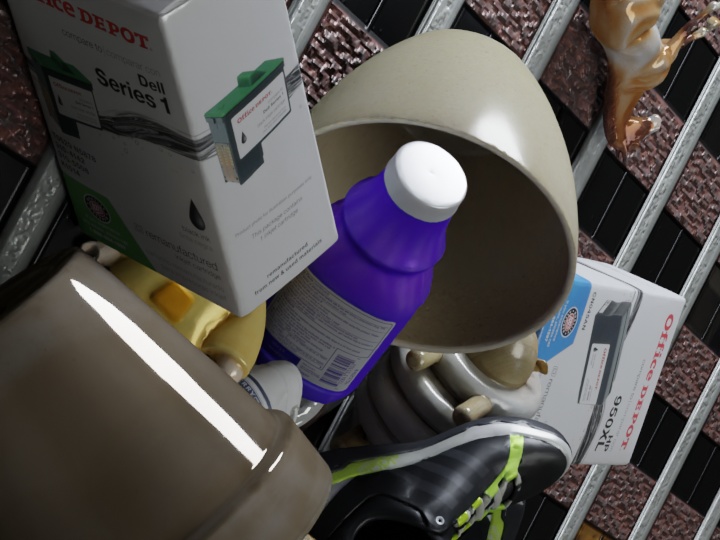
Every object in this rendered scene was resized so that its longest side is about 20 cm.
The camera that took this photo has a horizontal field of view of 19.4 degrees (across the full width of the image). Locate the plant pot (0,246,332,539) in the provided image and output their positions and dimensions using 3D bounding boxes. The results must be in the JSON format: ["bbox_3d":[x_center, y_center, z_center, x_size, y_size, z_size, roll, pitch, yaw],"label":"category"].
[{"bbox_3d":[-0.143,0.092,1.072,0.200,0.199,0.174,-42,104,-29],"label":"plant pot"}]

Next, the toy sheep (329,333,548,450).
[{"bbox_3d":[0.052,0.100,1.452,0.137,0.139,0.200,0,142,-52],"label":"toy sheep"}]

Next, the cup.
[{"bbox_3d":[0.050,-0.068,1.327,0.201,0.198,0.144,72,27,-43],"label":"cup"}]

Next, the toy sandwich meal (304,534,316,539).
[{"bbox_3d":[-0.084,0.225,1.211,0.205,0.205,0.070,-35,168,-35],"label":"toy sandwich meal"}]

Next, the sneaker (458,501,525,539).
[{"bbox_3d":[0.066,0.210,1.604,0.082,0.072,0.202,5,123,-11],"label":"sneaker"}]

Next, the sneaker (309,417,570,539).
[{"bbox_3d":[0.048,0.155,1.338,0.198,0.083,0.072,-10,138,-18],"label":"sneaker"}]

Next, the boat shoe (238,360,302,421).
[{"bbox_3d":[-0.082,0.137,1.315,0.065,0.074,0.201,-23,151,-43],"label":"boat shoe"}]

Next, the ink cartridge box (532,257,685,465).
[{"bbox_3d":[0.147,0.066,1.591,0.199,0.084,0.146,8,104,-54],"label":"ink cartridge box"}]

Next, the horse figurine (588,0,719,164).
[{"bbox_3d":[0.215,-0.184,1.555,0.132,0.050,0.200,-38,147,-8],"label":"horse figurine"}]

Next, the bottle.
[{"bbox_3d":[0.000,0.000,1.260,0.200,0.083,0.065,-55,-177,47],"label":"bottle"}]

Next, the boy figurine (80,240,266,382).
[{"bbox_3d":[-0.102,0.018,1.216,0.199,0.125,0.065,-36,167,-19],"label":"boy figurine"}]

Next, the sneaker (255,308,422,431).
[{"bbox_3d":[-0.019,0.046,1.401,0.200,0.077,0.082,-39,163,-30],"label":"sneaker"}]

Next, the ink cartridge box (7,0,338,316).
[{"bbox_3d":[-0.103,-0.096,1.128,0.084,0.145,0.201,-40,136,-28],"label":"ink cartridge box"}]
